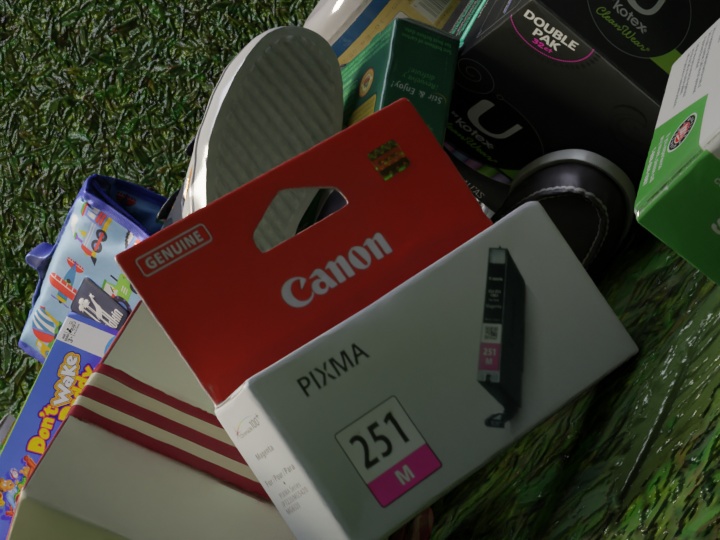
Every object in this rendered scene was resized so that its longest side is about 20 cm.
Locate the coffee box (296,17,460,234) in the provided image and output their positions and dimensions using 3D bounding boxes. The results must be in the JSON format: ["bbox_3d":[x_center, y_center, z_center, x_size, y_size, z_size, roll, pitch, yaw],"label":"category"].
[{"bbox_3d":[-0.002,-0.023,1.046,0.123,0.044,0.200,-36,40,59],"label":"coffee box"}]

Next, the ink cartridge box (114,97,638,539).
[{"bbox_3d":[0.012,0.017,0.907,0.200,0.174,0.044,-32,-4,-35],"label":"ink cartridge box"}]

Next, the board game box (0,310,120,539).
[{"bbox_3d":[-0.143,0.120,1.145,0.135,0.045,0.200,-65,-23,-11],"label":"board game box"}]

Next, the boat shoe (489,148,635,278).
[{"bbox_3d":[0.092,0.000,1.101,0.061,0.072,0.201,-56,2,-32],"label":"boat shoe"}]

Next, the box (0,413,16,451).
[{"bbox_3d":[-0.214,0.214,1.362,0.113,0.200,0.101,-50,9,13],"label":"box"}]

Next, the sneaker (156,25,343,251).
[{"bbox_3d":[-0.068,-0.035,1.051,0.079,0.078,0.200,9,84,65],"label":"sneaker"}]

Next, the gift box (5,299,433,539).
[{"bbox_3d":[-0.072,0.154,0.967,0.185,0.187,0.200,-65,-4,-48],"label":"gift box"}]

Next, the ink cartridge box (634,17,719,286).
[{"bbox_3d":[0.216,-0.095,0.803,0.200,0.083,0.147,-46,10,35],"label":"ink cartridge box"}]

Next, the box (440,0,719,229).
[{"bbox_3d":[0.132,-0.114,1.086,0.124,0.148,0.200,-57,11,-26],"label":"box"}]

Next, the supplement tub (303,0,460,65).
[{"bbox_3d":[0.073,-0.166,1.426,0.145,0.200,0.145,-50,9,10],"label":"supplement tub"}]

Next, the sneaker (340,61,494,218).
[{"bbox_3d":[0.037,-0.070,1.290,0.200,0.091,0.078,62,144,35],"label":"sneaker"}]

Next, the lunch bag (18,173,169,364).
[{"bbox_3d":[-0.136,0.030,1.318,0.151,0.200,0.094,-63,-5,36],"label":"lunch bag"}]
